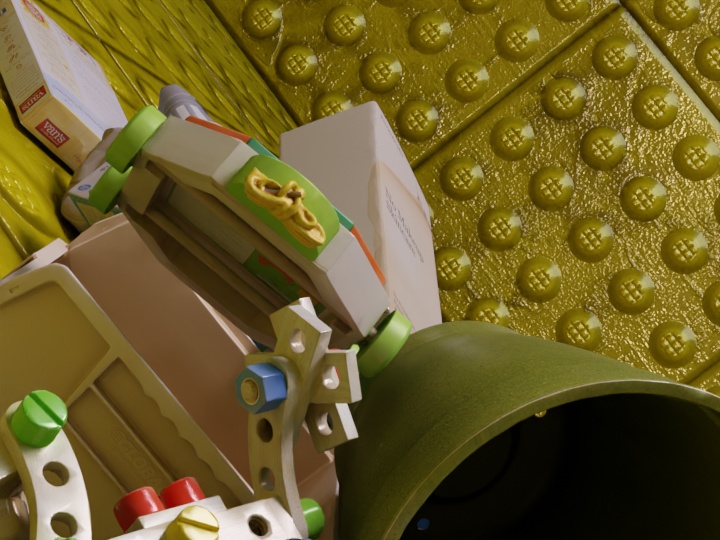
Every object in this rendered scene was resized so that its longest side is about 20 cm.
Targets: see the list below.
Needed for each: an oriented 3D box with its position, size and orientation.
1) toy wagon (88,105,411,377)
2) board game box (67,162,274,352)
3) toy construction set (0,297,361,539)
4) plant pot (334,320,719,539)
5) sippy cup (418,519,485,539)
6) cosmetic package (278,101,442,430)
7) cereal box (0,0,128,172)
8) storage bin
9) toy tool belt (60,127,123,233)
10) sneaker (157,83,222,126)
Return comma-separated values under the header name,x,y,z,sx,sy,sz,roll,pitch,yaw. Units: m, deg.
name,x,y,z,sx,sy,sz,roll,pitch,yaw
toy wagon,-0.045,-0.012,0.636,0.155,0.040,0.200,40,-21,-5
board game box,-0.090,0.030,0.876,0.134,0.034,0.201,17,-39,51
toy construction set,-0.079,0.088,0.543,0.131,0.199,0.092,57,-36,22
plant pot,0.070,0.113,0.645,0.201,0.200,0.193,49,-1,-22
sippy cup,0.049,0.214,0.815,0.131,0.139,0.178,51,8,-19
cosmetic package,0.000,0.000,0.872,0.201,0.073,0.104,-92,159,-47
cereal box,-0.241,-0.144,1.152,0.144,0.039,0.200,46,10,-46
storage bin,-0.105,0.072,0.699,0.199,0.094,0.200,52,7,-7
toy tool belt,-0.106,-0.030,0.995,0.199,0.125,0.123,14,-28,37
sneaker,-0.130,-0.073,1.158,0.116,0.075,0.201,57,-20,36
